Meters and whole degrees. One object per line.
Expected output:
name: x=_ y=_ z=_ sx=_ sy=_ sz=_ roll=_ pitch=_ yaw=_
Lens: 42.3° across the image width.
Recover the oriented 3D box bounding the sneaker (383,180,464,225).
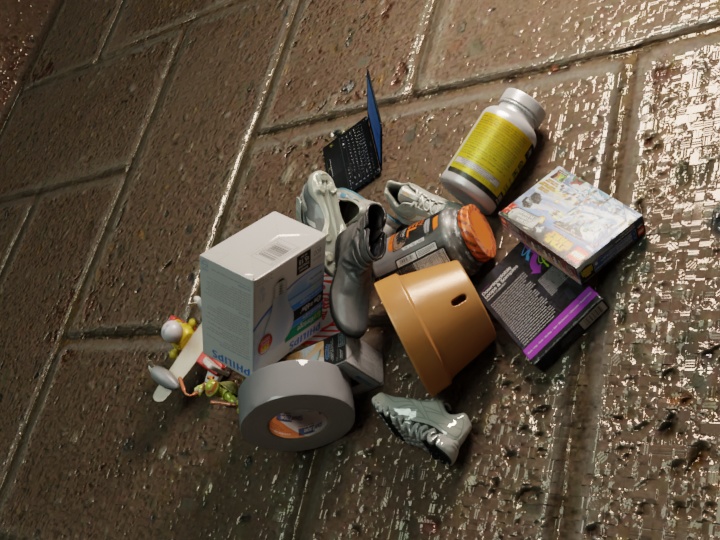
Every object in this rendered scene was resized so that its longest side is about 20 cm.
sneaker: x=0.113 y=-0.113 z=1.679 sx=0.198 sy=0.092 sz=0.077 roll=18 pitch=75 yaw=47

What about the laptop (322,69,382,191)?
laptop: x=-0.019 y=-0.271 z=1.904 sx=0.198 sy=0.103 sz=0.180 roll=-32 pitch=44 yaw=22

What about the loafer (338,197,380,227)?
loafer: x=-0.039 y=-0.107 z=1.736 sx=0.198 sy=0.069 sz=0.072 roll=-2 pitch=79 yaw=49

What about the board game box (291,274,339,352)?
board game box: x=-0.097 y=0.076 z=1.734 sx=0.195 sy=0.047 sz=0.155 roll=-1 pitch=60 yaw=18

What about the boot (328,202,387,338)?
boot: x=0.000 y=0.000 z=1.542 sx=0.131 sy=0.068 sz=0.205 roll=141 pitch=128 yaw=-59

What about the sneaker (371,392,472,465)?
sneaker: x=0.097 y=0.236 z=1.482 sx=0.198 sy=0.076 sz=0.081 roll=22 pitch=64 yaw=47

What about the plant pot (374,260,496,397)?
plant pot: x=0.126 y=0.078 z=1.479 sx=0.138 sy=0.202 sz=0.202 roll=-27 pitch=44 yaw=1

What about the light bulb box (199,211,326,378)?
light bulb box: x=-0.165 y=0.041 z=1.587 sx=0.123 sy=0.204 sz=0.197 roll=24 pitch=38 yaw=28

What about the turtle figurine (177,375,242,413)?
turtle figurine: x=-0.240 y=0.235 z=1.720 sx=0.198 sy=0.161 sz=0.065 roll=10 pitch=69 yaw=46

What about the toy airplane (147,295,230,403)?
toy airplane: x=-0.345 y=0.153 z=1.890 sx=0.196 sy=0.141 sz=0.204 roll=-21 pitch=50 yaw=31

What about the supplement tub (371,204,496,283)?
supplement tub: x=0.125 y=-0.027 z=1.587 sx=0.197 sy=0.122 sz=0.125 roll=-26 pitch=47 yaw=27

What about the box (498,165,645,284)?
box: x=0.329 y=-0.075 z=1.462 sx=0.136 sy=0.040 sz=0.200 roll=-36 pitch=40 yaw=-9

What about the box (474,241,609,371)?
box: x=0.278 y=0.043 z=1.462 sx=0.143 sy=0.036 sz=0.201 roll=-45 pitch=43 yaw=9

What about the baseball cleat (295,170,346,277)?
baseball cleat: x=-0.068 y=-0.073 z=1.676 sx=0.106 sy=0.068 sz=0.205 roll=-36 pitch=56 yaw=53

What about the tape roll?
tape roll: x=-0.108 y=0.231 z=1.568 sx=0.198 sy=0.199 sz=0.067 roll=-29 pitch=49 yaw=24

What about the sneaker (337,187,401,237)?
sneaker: x=-0.006 y=-0.098 z=1.796 sx=0.082 sy=0.076 sz=0.199 roll=-58 pitch=38 yaw=2

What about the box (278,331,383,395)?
box: x=-0.069 y=0.184 z=1.631 sx=0.197 sy=0.116 sz=0.061 roll=-23 pitch=51 yaw=28

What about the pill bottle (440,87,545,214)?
pill bottle: x=0.235 y=-0.209 z=1.616 sx=0.112 sy=0.112 sz=0.202 roll=30 pitch=85 yaw=49
